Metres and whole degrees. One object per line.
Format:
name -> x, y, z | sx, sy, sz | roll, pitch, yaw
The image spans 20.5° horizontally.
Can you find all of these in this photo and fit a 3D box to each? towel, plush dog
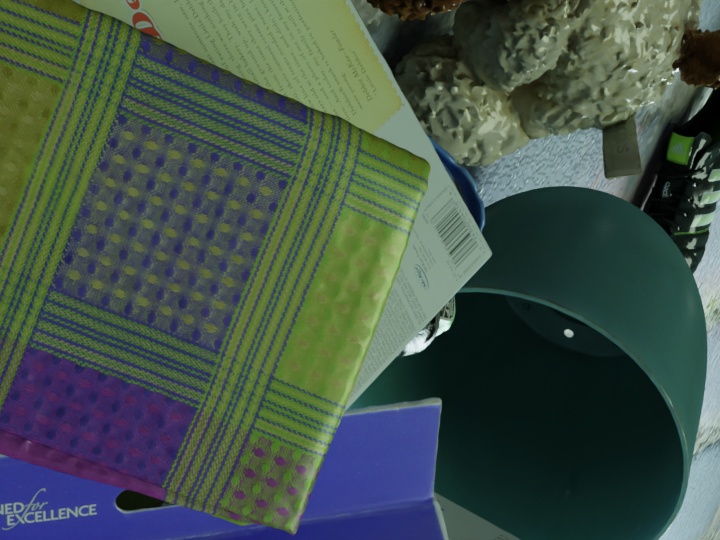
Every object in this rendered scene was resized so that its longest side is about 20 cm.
towel -> -0.089, -0.008, 0.637 | 0.023, 0.198, 0.145 | -129, -120, -74
plush dog -> 0.094, -0.155, 0.954 | 0.201, 0.160, 0.172 | -56, 135, -15

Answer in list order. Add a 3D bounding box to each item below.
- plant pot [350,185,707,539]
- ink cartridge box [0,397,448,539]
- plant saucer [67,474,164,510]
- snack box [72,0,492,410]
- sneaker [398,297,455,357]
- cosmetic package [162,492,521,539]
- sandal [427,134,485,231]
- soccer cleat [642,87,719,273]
plant pot -> 0.110, 0.046, 1.154 | 0.161, 0.199, 0.202 | -59, 164, -48
ink cartridge box -> -0.063, 0.149, 0.739 | 0.196, 0.044, 0.202 | -7, 123, -16
plant saucer -> -0.071, -0.002, 0.764 | 0.200, 0.031, 0.202 | 5, 90, -79
snack box -> -0.040, -0.056, 0.699 | 0.116, 0.037, 0.201 | -43, 109, -42
sneaker -> 0.000, 0.000, 0.847 | 0.200, 0.084, 0.079 | -37, 132, -88
cosmetic package -> -0.032, 0.180, 0.932 | 0.166, 0.199, 0.165 | -66, 166, 11
sandal -> 0.008, -0.053, 0.928 | 0.080, 0.087, 0.200 | -58, 157, -6
soccer cleat -> 0.244, -0.062, 1.523 | 0.201, 0.067, 0.081 | -58, 141, -14
